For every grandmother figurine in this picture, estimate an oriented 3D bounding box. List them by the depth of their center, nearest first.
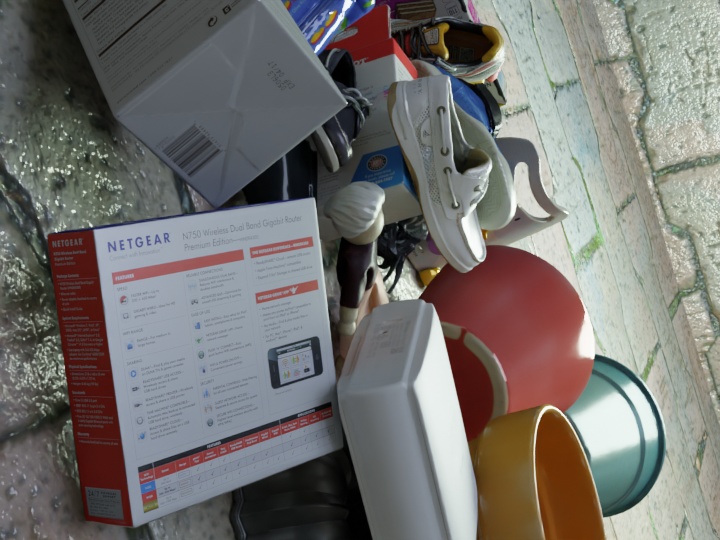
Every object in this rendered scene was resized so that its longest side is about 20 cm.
[{"bbox_3d":[0.000,0.000,1.110,0.201,0.060,0.122,89,-3,-47],"label":"grandmother figurine"}]

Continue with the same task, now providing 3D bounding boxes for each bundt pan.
[{"bbox_3d":[-0.020,0.203,1.003,0.202,0.075,0.204,45,37,-49],"label":"bundt pan"}]

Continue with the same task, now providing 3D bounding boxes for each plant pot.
[{"bbox_3d":[0.107,0.238,1.136,0.200,0.181,0.202,45,37,-49],"label":"plant pot"},{"bbox_3d":[0.116,0.092,1.274,0.177,0.199,0.203,-29,102,-56],"label":"plant pot"},{"bbox_3d":[0.227,0.204,1.456,0.195,0.198,0.203,-3,78,-59],"label":"plant pot"}]

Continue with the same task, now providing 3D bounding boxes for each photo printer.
[{"bbox_3d":[0.042,0.144,0.959,0.167,0.069,0.202,-67,146,-68],"label":"photo printer"}]

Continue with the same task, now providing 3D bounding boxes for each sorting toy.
[{"bbox_3d":[0.130,-0.075,1.397,0.201,0.178,0.108,55,29,-38],"label":"sorting toy"}]

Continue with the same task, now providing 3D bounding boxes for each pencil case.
[{"bbox_3d":[-0.068,-0.179,1.004,0.201,0.086,0.078,-51,122,-19],"label":"pencil case"}]

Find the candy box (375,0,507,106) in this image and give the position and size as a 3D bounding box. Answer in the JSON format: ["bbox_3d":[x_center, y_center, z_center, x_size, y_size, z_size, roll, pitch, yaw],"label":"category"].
[{"bbox_3d":[0.069,-0.260,1.428,0.201,0.135,0.061,60,21,-29],"label":"candy box"}]

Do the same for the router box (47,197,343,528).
[{"bbox_3d":[-0.100,0.052,0.831,0.199,0.048,0.182,-11,96,-49],"label":"router box"}]

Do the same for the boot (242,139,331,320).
[{"bbox_3d":[-0.082,-0.039,1.007,0.200,0.075,0.170,28,53,-67],"label":"boot"}]

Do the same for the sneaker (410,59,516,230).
[{"bbox_3d":[0.117,-0.125,1.277,0.111,0.077,0.201,4,46,-52],"label":"sneaker"}]

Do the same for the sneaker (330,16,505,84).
[{"bbox_3d":[0.059,-0.241,1.337,0.082,0.197,0.079,119,-32,-78],"label":"sneaker"}]

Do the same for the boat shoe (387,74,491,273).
[{"bbox_3d":[0.087,-0.085,1.144,0.071,0.068,0.201,-78,149,-52],"label":"boat shoe"}]

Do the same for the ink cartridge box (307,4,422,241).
[{"bbox_3d":[-0.004,-0.142,1.209,0.067,0.115,0.202,41,40,-55],"label":"ink cartridge box"}]

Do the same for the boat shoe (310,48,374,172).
[{"bbox_3d":[-0.023,-0.151,1.107,0.201,0.062,0.073,-107,176,-61],"label":"boat shoe"}]

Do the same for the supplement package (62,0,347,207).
[{"bbox_3d":[-0.118,-0.169,0.867,0.121,0.119,0.201,44,13,-50],"label":"supplement package"}]

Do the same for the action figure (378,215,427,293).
[{"bbox_3d":[0.033,-0.085,1.281,0.119,0.101,0.203,17,57,-61],"label":"action figure"}]
